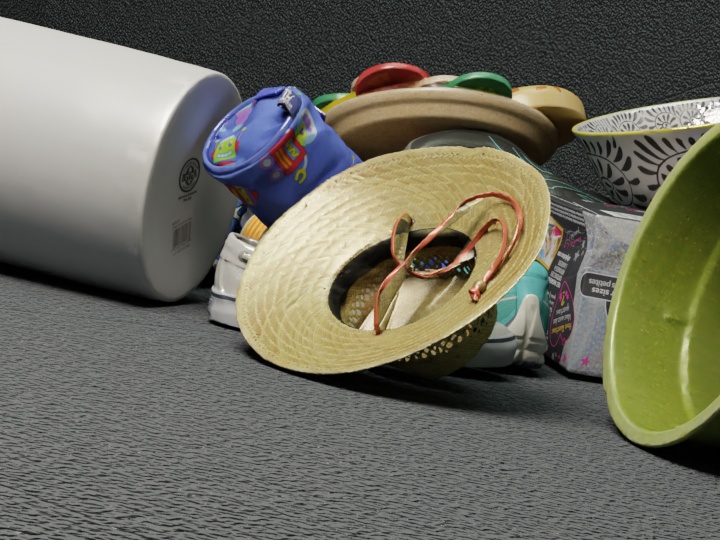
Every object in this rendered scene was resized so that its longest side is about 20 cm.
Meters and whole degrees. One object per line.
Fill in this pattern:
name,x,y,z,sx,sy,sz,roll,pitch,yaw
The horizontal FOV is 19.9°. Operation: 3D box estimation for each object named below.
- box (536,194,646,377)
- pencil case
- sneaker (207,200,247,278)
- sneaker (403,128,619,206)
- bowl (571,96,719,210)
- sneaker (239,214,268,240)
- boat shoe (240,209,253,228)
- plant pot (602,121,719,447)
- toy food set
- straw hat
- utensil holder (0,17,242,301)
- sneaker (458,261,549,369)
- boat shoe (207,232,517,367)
box,0.230,0.024,1.448,0.199,0.116,0.132,8,7,-12
pencil case,-0.020,-0.043,1.384,0.078,0.087,0.200,4,-33,48
sneaker,-0.128,-0.043,1.576,0.078,0.090,0.200,10,5,3
sneaker,0.125,-0.051,1.546,0.199,0.076,0.079,20,9,-8
bowl,0.266,-0.076,1.563,0.199,0.095,0.201,-8,9,1
sneaker,0.000,0.000,1.513,0.199,0.079,0.077,-2,22,-44
boat shoe,-0.037,-0.020,1.626,0.072,0.068,0.200,42,2,24
plant pot,0.269,0.036,1.166,0.189,0.201,0.200,23,1,-18
toy food set,0.062,-0.113,1.630,0.197,0.049,0.200,16,-21,-34
straw hat,0.033,0.019,1.227,0.200,0.201,0.085,15,-34,43
utensil holder,-0.198,-0.079,1.391,0.199,0.171,0.170,13,6,19
sneaker,0.088,0.016,1.429,0.077,0.080,0.200,9,5,-18
boat shoe,0.006,0.007,1.319,0.201,0.087,0.075,11,5,9
